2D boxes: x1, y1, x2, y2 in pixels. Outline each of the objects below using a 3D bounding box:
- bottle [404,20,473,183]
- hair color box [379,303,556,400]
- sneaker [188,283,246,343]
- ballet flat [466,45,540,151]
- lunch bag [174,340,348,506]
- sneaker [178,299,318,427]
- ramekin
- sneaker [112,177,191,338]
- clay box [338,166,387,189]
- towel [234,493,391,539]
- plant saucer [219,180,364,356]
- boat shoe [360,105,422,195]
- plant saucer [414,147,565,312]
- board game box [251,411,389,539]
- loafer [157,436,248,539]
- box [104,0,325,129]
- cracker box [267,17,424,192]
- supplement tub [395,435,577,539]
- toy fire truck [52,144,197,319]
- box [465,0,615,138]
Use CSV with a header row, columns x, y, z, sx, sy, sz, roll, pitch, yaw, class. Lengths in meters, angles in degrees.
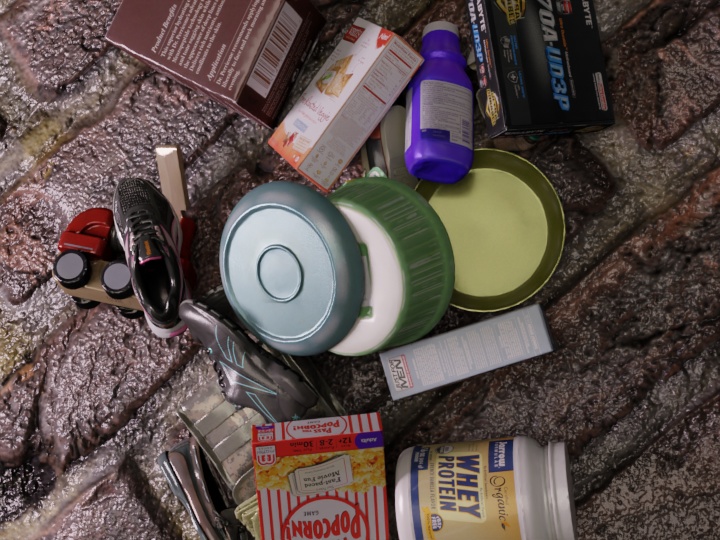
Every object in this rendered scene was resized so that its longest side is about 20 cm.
x,y,z,sx,sy,sz,roll,pitch,yaw,class
0.097,-0.208,1.421,0.082,0.065,0.203,10,65,-18,bottle
0.131,0.098,1.394,0.197,0.099,0.062,-18,83,11,hair color box
-0.141,0.045,1.450,0.200,0.076,0.091,-40,81,34,sneaker
0.167,-0.243,1.435,0.067,0.068,0.203,-16,79,38,ballet flat
-0.102,0.200,1.432,0.163,0.118,0.201,-38,85,6,lunch bag
-0.144,0.112,1.350,0.199,0.075,0.080,39,89,11,sneaker
0.000,0.000,1.329,0.198,0.097,0.203,9,107,30,ramekin
-0.249,-0.024,1.400,0.079,0.086,0.202,-21,78,-6,sneaker
-0.020,-0.024,1.425,0.200,0.047,0.116,-44,76,34,clay box
-0.044,0.323,1.407,0.147,0.037,0.201,-30,110,7,towel
-0.086,0.001,1.309,0.198,0.027,0.203,8,106,30,plant saucer
0.033,-0.105,1.451,0.062,0.071,0.203,3,101,47,boat shoe
0.151,-0.048,1.427,0.197,0.031,0.203,-1,81,7,plant saucer
-0.044,0.270,1.343,0.149,0.046,0.203,-6,111,-4,board game box
-0.182,0.301,1.465,0.063,0.072,0.201,-36,77,1,loafer
-0.177,-0.305,1.462,0.198,0.164,0.168,28,92,13,box
-0.021,-0.208,1.435,0.057,0.134,0.201,35,94,-27,cracker box
0.148,0.270,1.353,0.197,0.144,0.147,-8,84,12,supplement tub
-0.291,-0.053,1.504,0.173,0.129,0.203,11,68,8,toy fire truck
0.213,-0.263,1.392,0.157,0.046,0.203,-5,83,-24,box
